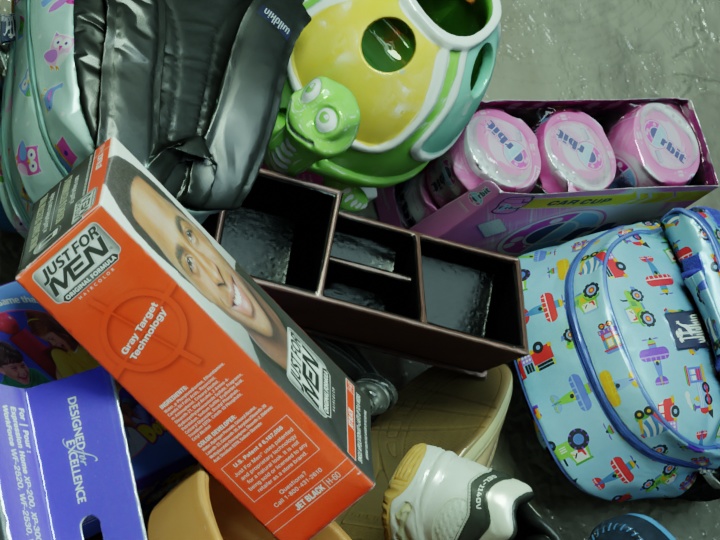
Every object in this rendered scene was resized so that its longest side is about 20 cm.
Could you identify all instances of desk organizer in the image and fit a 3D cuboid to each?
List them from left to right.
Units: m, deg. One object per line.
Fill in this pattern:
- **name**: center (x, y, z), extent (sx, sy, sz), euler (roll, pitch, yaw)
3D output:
- **desk organizer**: center (0.000, 0.000, 1.513), extent (0.199, 0.077, 0.072), euler (15, 76, -16)

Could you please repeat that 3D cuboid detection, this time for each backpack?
- **backpack**: center (-0.121, -0.098, 1.434), extent (0.166, 0.127, 0.201), euler (18, 53, -26)
- **backpack**: center (0.183, 0.049, 1.627), extent (0.200, 0.134, 0.183), euler (4, 65, -51)

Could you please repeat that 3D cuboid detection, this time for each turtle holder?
- **turtle holder**: center (0.000, -0.125, 1.523), extent (0.185, 0.132, 0.141), euler (-8, 68, -46)

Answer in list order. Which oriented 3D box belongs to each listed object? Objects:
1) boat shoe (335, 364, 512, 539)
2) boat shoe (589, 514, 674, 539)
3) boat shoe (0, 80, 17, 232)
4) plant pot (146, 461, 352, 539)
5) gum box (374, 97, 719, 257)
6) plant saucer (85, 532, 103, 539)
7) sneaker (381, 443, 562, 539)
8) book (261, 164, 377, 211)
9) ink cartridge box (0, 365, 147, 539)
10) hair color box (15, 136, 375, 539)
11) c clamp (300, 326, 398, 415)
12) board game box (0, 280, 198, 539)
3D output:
- **boat shoe**: center (0.035, 0.132, 1.545), extent (0.200, 0.071, 0.065), euler (-56, 142, -37)
- **boat shoe**: center (0.183, 0.242, 1.569), extent (0.068, 0.084, 0.201), euler (-9, 71, -48)
- **boat shoe**: center (-0.245, -0.100, 1.451), extent (0.200, 0.084, 0.069), euler (47, 37, -30)
- **plant pot**: center (-0.063, 0.212, 1.334), extent (0.200, 0.140, 0.200), euler (47, 12, -13)
- **gum box**: center (0.112, -0.056, 1.664), extent (0.199, 0.113, 0.066), euler (-3, 69, -38)
- **plant saucer**: center (-0.202, 0.131, 1.376), extent (0.200, 0.037, 0.201), euler (17, 58, -29)
- **sneaker**: center (0.077, 0.179, 1.475), extent (0.076, 0.087, 0.200), euler (-62, 148, -28)
- **book**: center (-0.090, -0.091, 1.576), extent (0.199, 0.048, 0.134), euler (-8, 75, -39)
- **ink cartridge box**: center (-0.196, 0.160, 1.267), extent (0.043, 0.199, 0.199), euler (41, 33, -68)
- **hair color box**: center (-0.079, 0.036, 1.322), extent (0.200, 0.061, 0.102), euler (46, 14, -18)
- **c clamp**: center (-0.040, 0.104, 1.498), extent (0.170, 0.027, 0.200), euler (23, 50, 2)
- **board game box**: center (-0.143, 0.064, 1.400), extent (0.135, 0.045, 0.200), euler (47, 33, 15)
